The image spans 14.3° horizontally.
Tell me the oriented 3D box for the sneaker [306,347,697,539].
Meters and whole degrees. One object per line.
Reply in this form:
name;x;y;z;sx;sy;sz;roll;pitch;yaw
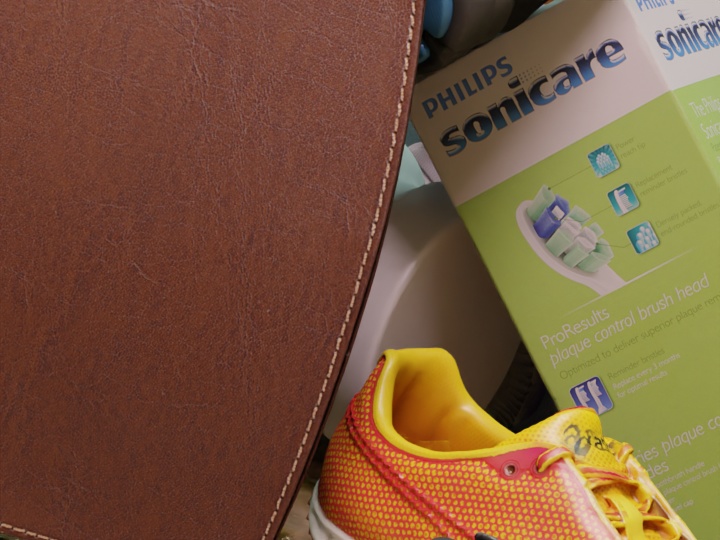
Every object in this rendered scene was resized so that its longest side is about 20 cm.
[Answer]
sneaker;0.063;0.085;0.809;0.200;0.077;0.073;32;20;32

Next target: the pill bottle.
pill bottle;-0.047;-0.012;0.986;0.200;0.116;0.116;23;16;30

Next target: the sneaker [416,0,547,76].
sneaker;0.012;-0.096;0.906;0.082;0.073;0.200;-24;16;-22

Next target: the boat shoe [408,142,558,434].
boat shoe;0.063;0.018;1.119;0.071;0.072;0.200;17;22;-31

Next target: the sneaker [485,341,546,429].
sneaker;0.000;-0.001;1.086;0.200;0.070;0.099;25;16;29

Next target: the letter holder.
letter holder;-0.060;-0.025;0.843;0.142;0.201;0.101;16;14;2

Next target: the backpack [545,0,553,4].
backpack;0.130;-0.101;1.207;0.200;0.154;0.191;37;26;-29

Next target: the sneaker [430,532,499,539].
sneaker;0.075;0.098;0.726;0.199;0.071;0.099;-10;31;-29

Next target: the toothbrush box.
toothbrush box;0.113;0.005;0.933;0.086;0.201;0.146;-27;-2;23

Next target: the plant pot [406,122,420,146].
plant pot;-0.064;-0.150;1.334;0.196;0.201;0.196;23;16;29
